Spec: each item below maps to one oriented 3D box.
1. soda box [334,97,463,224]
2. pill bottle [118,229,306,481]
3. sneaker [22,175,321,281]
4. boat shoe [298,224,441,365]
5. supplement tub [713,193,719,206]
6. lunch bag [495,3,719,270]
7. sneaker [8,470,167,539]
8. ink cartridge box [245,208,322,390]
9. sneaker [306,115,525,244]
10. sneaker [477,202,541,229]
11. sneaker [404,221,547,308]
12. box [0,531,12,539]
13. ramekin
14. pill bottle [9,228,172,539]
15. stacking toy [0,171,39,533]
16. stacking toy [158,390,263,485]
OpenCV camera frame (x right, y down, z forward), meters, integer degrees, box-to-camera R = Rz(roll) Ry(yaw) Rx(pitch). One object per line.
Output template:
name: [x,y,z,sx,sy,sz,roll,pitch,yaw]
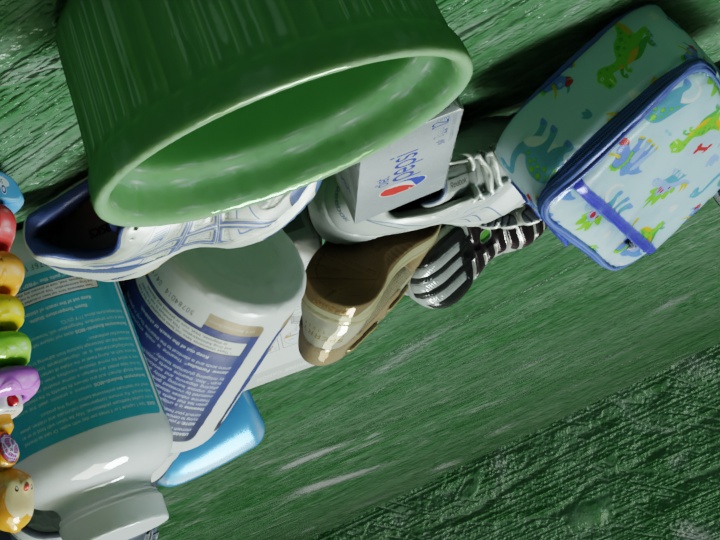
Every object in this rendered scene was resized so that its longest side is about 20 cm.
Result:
soda box: [0.016,-0.089,1.491,0.068,0.064,0.200,-22,170,-5]
pill bottle: [-0.126,0.052,1.634,0.111,0.111,0.200,-11,145,-45]
sneaker: [-0.112,-0.042,1.446,0.199,0.076,0.088,-27,168,22]
boat shoe: [0.000,0.000,1.705,0.200,0.071,0.065,-47,159,-57]
supplement tub: [0.334,-0.099,1.908,0.122,0.123,0.200,-22,170,3]
lunch bag: [0.184,-0.084,1.643,0.161,0.083,0.200,-41,155,7]
sneaker: [-0.202,0.185,1.725,0.202,0.077,0.147,-36,157,-56]
ink cartridge box: [-0.121,0.037,1.763,0.199,0.045,0.177,-20,150,-8]
sneaker: [0.064,-0.059,1.656,0.199,0.075,0.087,-18,-172,-25]
sneaker: [0.139,-0.078,1.778,0.199,0.078,0.080,-18,179,-17]
sneaker: [0.063,-0.043,1.853,0.115,0.076,0.200,8,-150,37]
box: [-0.336,0.181,1.787,0.199,0.105,0.182,14,169,5]
ramekin: [-0.053,-0.106,1.179,0.199,0.098,0.200,-21,169,-4]
pill bottle: [-0.189,0.077,1.543,0.110,0.201,0.111,-20,169,-4]
stacking toy: [-0.223,0.051,1.346,0.109,0.201,0.116,-25,168,19]
stacking toy: [-0.161,0.111,2.064,0.109,0.117,0.200,-25,-176,-9]
